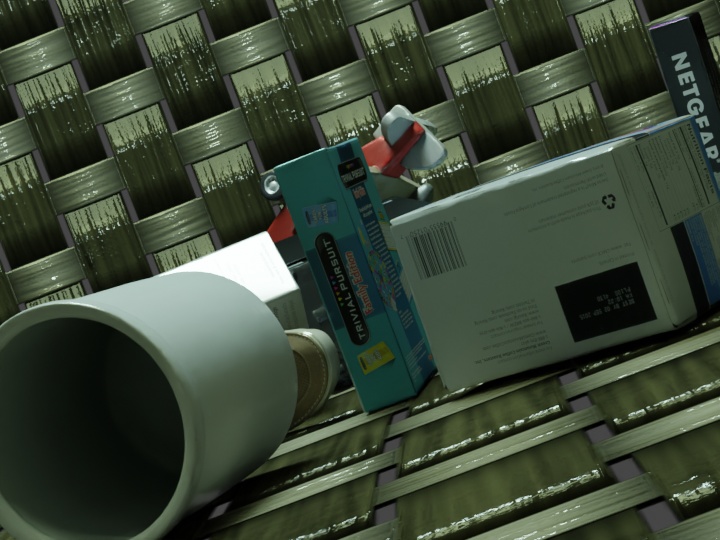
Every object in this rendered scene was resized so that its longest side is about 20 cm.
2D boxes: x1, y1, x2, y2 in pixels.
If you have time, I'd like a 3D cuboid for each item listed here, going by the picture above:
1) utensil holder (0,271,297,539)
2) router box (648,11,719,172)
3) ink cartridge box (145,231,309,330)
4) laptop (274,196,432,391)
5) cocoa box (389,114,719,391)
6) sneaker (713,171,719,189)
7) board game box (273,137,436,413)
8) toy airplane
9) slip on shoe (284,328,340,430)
[{"bbox_3d":[-0.149,0.091,1.402,0.169,0.171,0.200,-20,1,20],"label":"utensil holder"},{"bbox_3d":[0.380,-0.185,2.307,0.051,0.201,0.149,-18,4,16],"label":"router box"},{"bbox_3d":[-0.145,0.075,1.765,0.199,0.145,0.085,-22,47,-10],"label":"ink cartridge box"},{"bbox_3d":[0.005,0.016,1.916,0.176,0.201,0.103,-22,-24,-17],"label":"laptop"},{"bbox_3d":[0.149,-0.012,1.466,0.199,0.134,0.131,-18,3,37],"label":"cocoa box"},{"bbox_3d":[0.246,-0.031,1.769,0.199,0.076,0.091,-23,9,5],"label":"sneaker"},{"bbox_3d":[0.000,0.000,1.646,0.047,0.201,0.151,-20,3,11],"label":"board game box"},{"bbox_3d":[0.009,-0.071,2.092,0.199,0.142,0.199,-16,-18,-21],"label":"toy airplane"},{"bbox_3d":[-0.105,0.106,1.658,0.199,0.077,0.060,-23,-4,30],"label":"slip on shoe"}]
